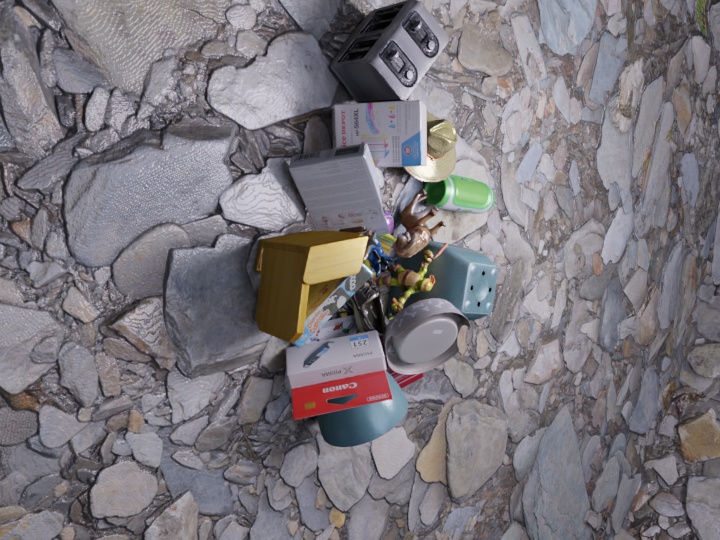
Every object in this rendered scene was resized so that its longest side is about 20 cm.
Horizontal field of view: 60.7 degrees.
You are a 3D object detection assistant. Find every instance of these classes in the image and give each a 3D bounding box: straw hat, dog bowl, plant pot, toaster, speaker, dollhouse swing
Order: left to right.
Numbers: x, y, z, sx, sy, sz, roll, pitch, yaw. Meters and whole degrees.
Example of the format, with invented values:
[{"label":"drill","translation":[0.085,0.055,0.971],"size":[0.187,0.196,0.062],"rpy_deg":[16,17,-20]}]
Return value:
[{"label":"dollhouse swing","translation":[-0.097,0.024,1.183],"size":[0.181,0.200,0.176],"rpy_deg":[-12,102,-34]},{"label":"plant pot","translation":[-0.014,0.261,1.321],"size":[0.200,0.200,0.135],"rpy_deg":[-33,110,-34]},{"label":"toaster","translation":[0.053,-0.446,1.275],"size":[0.119,0.200,0.181],"rpy_deg":[45,75,-34]},{"label":"dog bowl","translation":[0.140,0.142,1.348],"size":[0.199,0.059,0.200],"rpy_deg":[-15,138,-14]},{"label":"straw hat","translation":[0.175,-0.307,1.425],"size":[0.201,0.085,0.202],"rpy_deg":[9,73,-33]},{"label":"plant pot","translation":[0.214,0.030,1.481],"size":[0.196,0.200,0.197],"rpy_deg":[7,92,-43]},{"label":"speaker","translation":[0.253,-0.192,1.558],"size":[0.200,0.088,0.089],"rpy_deg":[3,95,-42]}]

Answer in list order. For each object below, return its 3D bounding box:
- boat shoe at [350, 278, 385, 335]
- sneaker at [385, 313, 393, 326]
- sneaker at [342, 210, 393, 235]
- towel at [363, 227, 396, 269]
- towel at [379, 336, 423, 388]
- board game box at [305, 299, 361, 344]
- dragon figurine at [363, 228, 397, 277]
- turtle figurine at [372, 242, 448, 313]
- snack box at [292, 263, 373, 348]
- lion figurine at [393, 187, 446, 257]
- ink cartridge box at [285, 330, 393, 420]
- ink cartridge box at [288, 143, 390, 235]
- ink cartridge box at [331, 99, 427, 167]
[{"label":"boat shoe","translation":[0.012,0.049,1.305],"size":[0.073,0.065,0.201],"rpy_deg":[-35,118,-31]},{"label":"sneaker","translation":[0.083,0.185,1.487],"size":[0.076,0.075,0.200],"rpy_deg":[-33,125,1]},{"label":"sneaker","translation":[0.014,-0.119,1.367],"size":[0.114,0.072,0.201],"rpy_deg":[-51,137,-28]},{"label":"towel","translation":[0.000,0.000,1.349],"size":[0.086,0.018,0.200],"rpy_deg":[20,107,-38]},{"label":"towel","translation":[0.061,0.218,1.436],"size":[0.144,0.023,0.200],"rpy_deg":[-28,129,-5]},{"label":"board game box","translation":[-0.055,0.108,1.341],"size":[0.200,0.035,0.127],"rpy_deg":[19,99,-43]},{"label":"dragon figurine","translation":[0.036,-0.026,1.239],"size":[0.059,0.200,0.099],"rpy_deg":[-41,101,0]},{"label":"turtle figurine","translation":[0.110,0.012,1.405],"size":[0.200,0.161,0.064],"rpy_deg":[-60,142,-13]},{"label":"snack box","translation":[-0.073,0.051,1.202],"size":[0.200,0.116,0.037],"rpy_deg":[-45,114,-1]},{"label":"lion figurine","translation":[0.126,-0.107,1.429],"size":[0.122,0.200,0.072],"rpy_deg":[-38,111,17]},{"label":"ink cartridge box","translation":[-0.047,0.203,1.231],"size":[0.199,0.176,0.045],"rpy_deg":[-11,120,-3]},{"label":"ink cartridge box","translation":[-0.037,-0.154,1.256],"size":[0.200,0.162,0.057],"rpy_deg":[65,25,-44]},{"label":"ink cartridge box","translation":[0.033,-0.276,1.270],"size":[0.125,0.199,0.129],"rpy_deg":[-42,131,-75]}]
